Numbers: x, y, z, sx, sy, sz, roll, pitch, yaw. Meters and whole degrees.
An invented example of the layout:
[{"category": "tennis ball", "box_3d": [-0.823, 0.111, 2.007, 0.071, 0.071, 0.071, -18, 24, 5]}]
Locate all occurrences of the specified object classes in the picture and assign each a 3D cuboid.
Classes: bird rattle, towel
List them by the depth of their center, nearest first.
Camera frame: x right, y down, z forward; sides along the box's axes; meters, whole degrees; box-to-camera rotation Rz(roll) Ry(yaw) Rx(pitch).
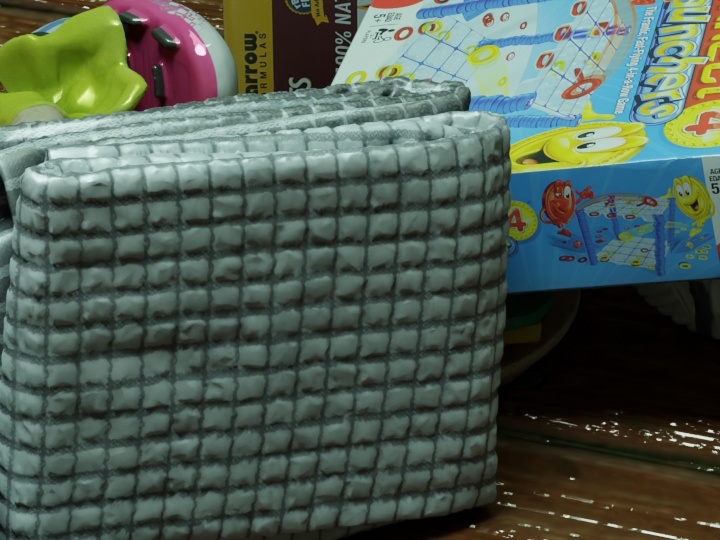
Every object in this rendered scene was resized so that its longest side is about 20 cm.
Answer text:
[{"category": "towel", "box_3d": [-0.046, 0.018, 1.091, 0.199, 0.166, 0.086, -7, 26, -22]}, {"category": "bird rattle", "box_3d": [-0.194, -0.058, 1.279, 0.199, 0.113, 0.163, 4, 12, 1]}]

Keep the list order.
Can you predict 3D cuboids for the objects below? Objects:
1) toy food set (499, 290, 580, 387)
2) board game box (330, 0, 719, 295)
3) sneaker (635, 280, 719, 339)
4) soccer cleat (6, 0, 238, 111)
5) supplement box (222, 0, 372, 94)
[{"category": "toy food set", "box_3d": [0.000, 0.000, 1.259, 0.197, 0.049, 0.200, -1, 27, -2]}, {"category": "board game box", "box_3d": [0.086, -0.064, 1.218, 0.195, 0.056, 0.200, -5, 30, 17]}, {"category": "sneaker", "box_3d": [0.203, -0.022, 1.270, 0.199, 0.080, 0.129, 18, 30, 34]}, {"category": "soccer cleat", "box_3d": [-0.096, -0.096, 1.378, 0.086, 0.070, 0.200, -12, 9, -32]}, {"category": "supplement box", "box_3d": [0.033, -0.139, 1.435, 0.199, 0.133, 0.197, -1, 28, -2]}]
